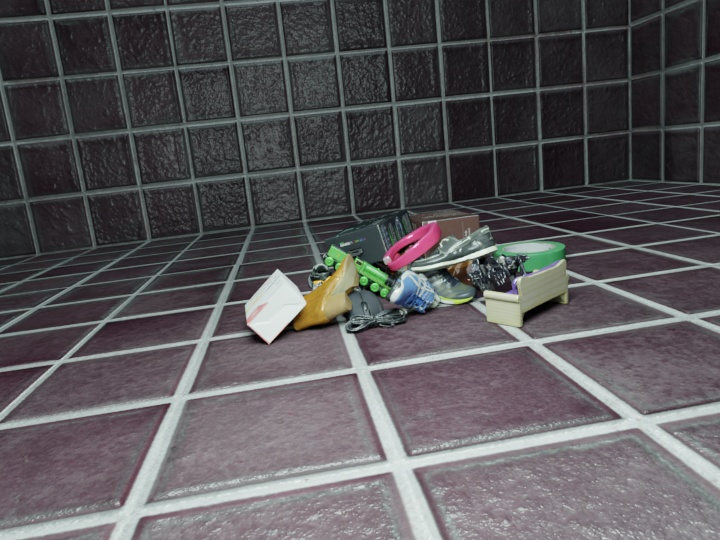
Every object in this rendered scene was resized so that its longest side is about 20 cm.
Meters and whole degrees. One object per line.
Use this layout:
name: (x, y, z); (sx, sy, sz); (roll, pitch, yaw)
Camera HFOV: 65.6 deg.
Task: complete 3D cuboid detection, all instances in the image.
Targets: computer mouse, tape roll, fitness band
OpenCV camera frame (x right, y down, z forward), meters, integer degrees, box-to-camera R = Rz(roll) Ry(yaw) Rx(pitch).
computer mouse: (0.011, 0.079, 1.241); (0.136, 0.054, 0.200); (-10, 12, -14)
tape roll: (0.478, -0.042, 1.585); (0.197, 0.049, 0.201); (-6, 11, 1)
fitness band: (0.124, -0.061, 1.323); (0.143, 0.038, 0.200); (-33, 8, 18)

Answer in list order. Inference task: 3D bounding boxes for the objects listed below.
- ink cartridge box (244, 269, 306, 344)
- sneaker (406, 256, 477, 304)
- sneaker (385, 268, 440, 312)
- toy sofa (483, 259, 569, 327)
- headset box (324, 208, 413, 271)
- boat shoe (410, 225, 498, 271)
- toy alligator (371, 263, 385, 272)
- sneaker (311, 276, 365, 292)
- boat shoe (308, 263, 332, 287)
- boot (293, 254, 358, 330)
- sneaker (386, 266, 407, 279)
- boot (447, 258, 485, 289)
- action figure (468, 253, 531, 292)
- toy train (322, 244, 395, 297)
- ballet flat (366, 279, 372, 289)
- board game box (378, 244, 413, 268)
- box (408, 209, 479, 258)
ink cartridge box: (-0.191, 0.070, 1.222); (0.117, 0.067, 0.200); (-47, 16, -2)
sneaker: (0.184, 0.017, 1.312); (0.198, 0.082, 0.074); (22, 32, 32)
sneaker: (0.119, 0.048, 1.201); (0.077, 0.076, 0.199); (44, 21, 19)
toy sofa: (0.343, 0.039, 1.146); (0.198, 0.099, 0.082); (-17, 16, -40)
headset box: (0.025, -0.080, 1.484); (0.172, 0.094, 0.200); (-14, 11, 31)
boat shoe: (0.203, -0.043, 1.252); (0.197, 0.069, 0.072); (-18, -6, 6)
toy alligator: (0.046, 0.006, 1.555); (0.053, 0.060, 0.200); (-10, 12, -20)
sneaker: (-0.050, 0.047, 1.369); (0.077, 0.079, 0.199); (-1, 11, 32)
boat shoe: (-0.104, 0.015, 1.563); (0.071, 0.072, 0.200); (-10, 11, -16)
boot: (-0.083, 0.046, 1.253); (0.142, 0.071, 0.202); (-19, 31, 19)
sneaker: (0.107, -0.014, 1.571); (0.078, 0.075, 0.200); (-3, 11, -12)
boot: (0.223, -0.019, 1.441); (0.197, 0.069, 0.190); (-5, 53, 14)
action figure: (0.321, 0.012, 1.268); (0.118, 0.104, 0.199); (-14, -7, 35)
toy train: (0.000, 0.000, 1.392); (0.198, 0.057, 0.042); (29, 10, -5)
ballet flat: (-0.031, 0.017, 1.539); (0.071, 0.073, 0.199); (-13, 12, -30)
board game box: (0.086, -0.050, 1.569); (0.094, 0.030, 0.200); (-25, 11, -9)
box: (0.227, -0.075, 1.581); (0.162, 0.169, 0.200); (-8, 12, -11)
